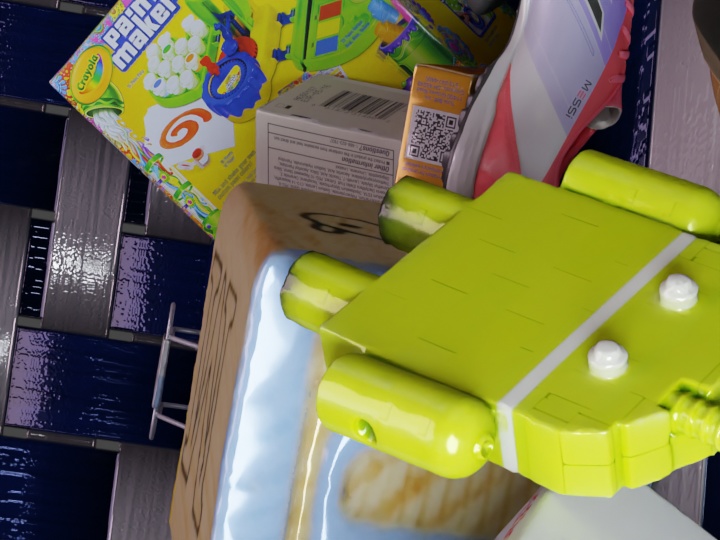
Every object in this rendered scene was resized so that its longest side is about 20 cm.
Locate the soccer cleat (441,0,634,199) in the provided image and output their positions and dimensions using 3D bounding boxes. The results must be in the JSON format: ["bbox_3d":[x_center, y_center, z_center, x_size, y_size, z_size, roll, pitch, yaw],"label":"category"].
[{"bbox_3d":[0.108,-0.114,1.026,0.068,0.073,0.201,61,-128,-74],"label":"soccer cleat"}]

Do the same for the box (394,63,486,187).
[{"bbox_3d":[0.054,-0.010,1.114,0.119,0.041,0.202,-6,-70,-61],"label":"box"}]

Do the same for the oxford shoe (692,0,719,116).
[{"bbox_3d":[0.157,-0.021,0.664,0.201,0.071,0.072,-93,-13,-50],"label":"oxford shoe"}]

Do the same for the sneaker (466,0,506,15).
[{"bbox_3d":[0.077,-0.236,1.060,0.067,0.108,0.202,-39,-15,-47],"label":"sneaker"}]

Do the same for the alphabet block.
[{"bbox_3d":[0.019,0.080,0.965,0.200,0.194,0.198,-128,50,-76],"label":"alphabet block"}]

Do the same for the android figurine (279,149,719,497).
[{"bbox_3d":[0.070,0.019,0.773,0.199,0.182,0.041,22,136,38],"label":"android figurine"}]

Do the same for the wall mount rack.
[{"bbox_3d":[-0.253,0.153,2.920,0.174,0.074,0.202,-125,44,-82],"label":"wall mount rack"}]

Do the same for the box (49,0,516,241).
[{"bbox_3d":[-0.043,-0.132,1.243,0.200,0.193,0.122,-43,6,29],"label":"box"}]

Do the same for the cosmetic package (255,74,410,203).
[{"bbox_3d":[0.000,0.000,1.168,0.073,0.103,0.201,-37,-45,-52],"label":"cosmetic package"}]

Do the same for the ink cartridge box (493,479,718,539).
[{"bbox_3d":[0.040,0.177,0.754,0.200,0.084,0.145,-53,-4,33],"label":"ink cartridge box"}]
